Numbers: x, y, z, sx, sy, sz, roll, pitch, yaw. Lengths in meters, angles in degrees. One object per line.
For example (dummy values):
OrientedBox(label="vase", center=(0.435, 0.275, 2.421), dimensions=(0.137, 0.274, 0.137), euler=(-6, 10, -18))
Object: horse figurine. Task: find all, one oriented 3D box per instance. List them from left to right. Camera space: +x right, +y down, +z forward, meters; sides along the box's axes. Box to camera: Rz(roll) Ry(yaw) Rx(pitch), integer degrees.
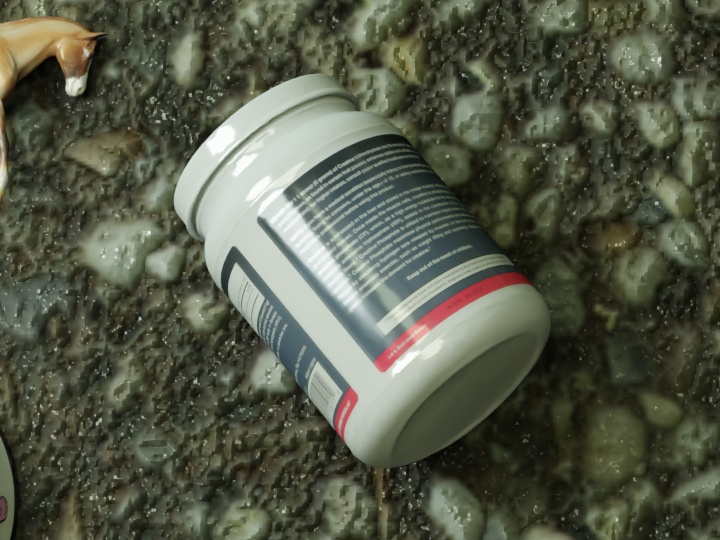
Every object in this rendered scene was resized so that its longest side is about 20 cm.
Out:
OrientedBox(label="horse figurine", center=(-0.270, -0.113, 1.805), dimensions=(0.199, 0.050, 0.133), euler=(12, 75, 13))

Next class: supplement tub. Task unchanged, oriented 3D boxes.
OrientedBox(label="supplement tub", center=(0.000, 0.000, 1.676), dimensions=(0.140, 0.140, 0.200), euler=(-38, 71, -4))

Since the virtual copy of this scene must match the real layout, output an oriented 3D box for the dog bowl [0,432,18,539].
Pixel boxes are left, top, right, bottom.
OrientedBox(label="dog bowl", center=(-0.307, 0.136, 1.719), dimensions=(0.200, 0.074, 0.201), euler=(-3, 73, 9))
